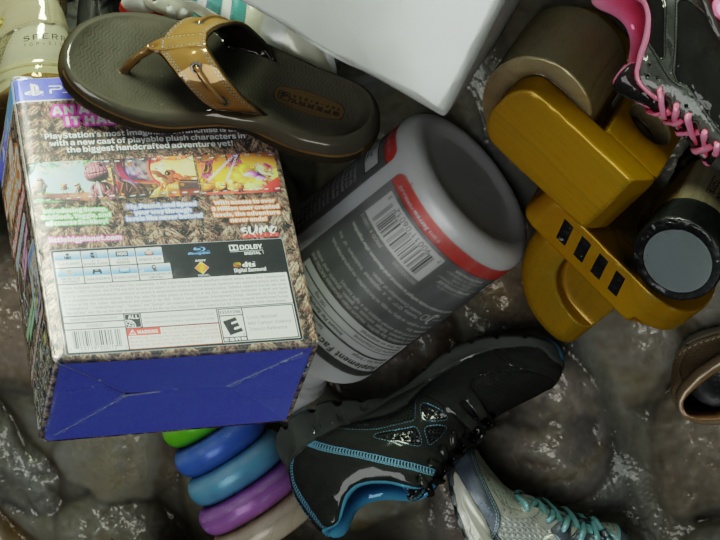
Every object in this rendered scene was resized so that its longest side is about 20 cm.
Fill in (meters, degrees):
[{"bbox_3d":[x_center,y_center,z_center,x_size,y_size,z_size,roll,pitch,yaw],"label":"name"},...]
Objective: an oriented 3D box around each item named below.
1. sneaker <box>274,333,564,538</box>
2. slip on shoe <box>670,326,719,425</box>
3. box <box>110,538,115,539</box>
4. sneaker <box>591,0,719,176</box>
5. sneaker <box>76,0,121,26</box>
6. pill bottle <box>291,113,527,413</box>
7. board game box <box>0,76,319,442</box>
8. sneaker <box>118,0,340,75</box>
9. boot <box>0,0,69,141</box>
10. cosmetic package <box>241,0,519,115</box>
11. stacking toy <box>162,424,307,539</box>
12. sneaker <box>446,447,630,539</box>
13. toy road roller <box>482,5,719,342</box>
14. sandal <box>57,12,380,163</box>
[{"bbox_3d":[0.047,0.108,1.584,0.199,0.073,0.082,-25,61,6],"label":"sneaker"},{"bbox_3d":[0.291,0.055,1.528,0.198,0.061,0.077,-10,108,19],"label":"slip on shoe"},{"bbox_3d":[-0.075,0.245,1.676,0.198,0.117,0.061,10,71,11],"label":"box"},{"bbox_3d":[0.197,-0.105,1.440,0.095,0.079,0.201,-18,77,-17],"label":"sneaker"},{"bbox_3d":[-0.179,-0.091,1.600,0.090,0.076,0.202,8,110,22],"label":"sneaker"},{"bbox_3d":[0.000,0.000,1.559,0.200,0.116,0.116,-37,98,26],"label":"pill bottle"},{"bbox_3d":[-0.127,-0.012,1.471,0.158,0.201,0.097,-3,149,-16],"label":"board game box"},{"bbox_3d":[-0.099,-0.170,1.523,0.093,0.070,0.200,-40,94,-10],"label":"sneaker"},{"bbox_3d":[-0.241,-0.170,1.578,0.200,0.072,0.157,-16,75,59],"label":"boot"},{"bbox_3d":[0.039,-0.233,1.426,0.164,0.165,0.201,30,116,3],"label":"cosmetic package"},{"bbox_3d":[-0.111,0.095,1.652,0.085,0.085,0.201,-29,97,24],"label":"stacking toy"},{"bbox_3d":[0.135,0.185,1.629,0.086,0.078,0.200,-36,105,13],"label":"sneaker"},{"bbox_3d":[0.141,-0.047,1.500,0.200,0.123,0.146,44,126,-5],"label":"toy road roller"},{"bbox_3d":[-0.081,-0.117,1.458,0.198,0.082,0.055,16,145,-5],"label":"sandal"}]
